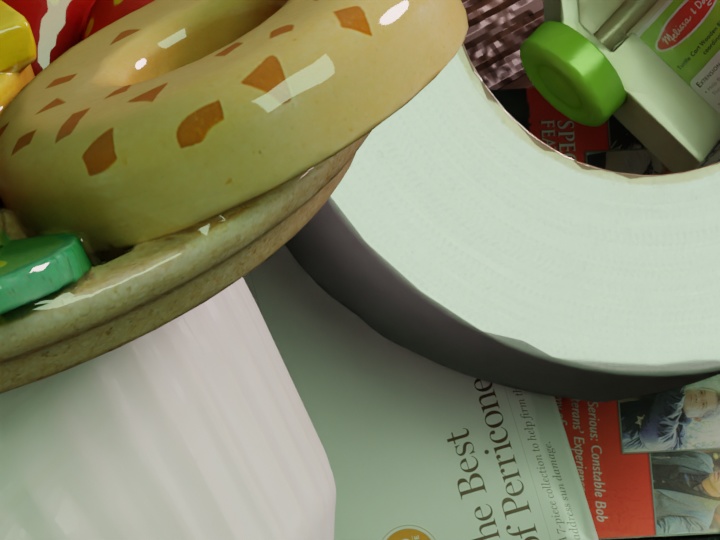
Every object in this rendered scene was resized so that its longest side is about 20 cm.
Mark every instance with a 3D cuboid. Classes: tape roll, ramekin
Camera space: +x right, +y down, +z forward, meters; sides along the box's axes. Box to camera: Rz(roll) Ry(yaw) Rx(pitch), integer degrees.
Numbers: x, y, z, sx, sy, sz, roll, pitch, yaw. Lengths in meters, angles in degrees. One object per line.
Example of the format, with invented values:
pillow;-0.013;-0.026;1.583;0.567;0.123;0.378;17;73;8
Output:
tape roll;0.063;-0.069;0.725;0.199;0.066;0.202;2;81;-11
ramekin;-0.095;0.068;0.642;0.202;0.202;0.094;-40;98;-32

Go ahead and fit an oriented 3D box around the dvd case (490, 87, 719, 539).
dvd case;0.113;0.012;0.813;0.198;0.022;0.147;-4;67;1

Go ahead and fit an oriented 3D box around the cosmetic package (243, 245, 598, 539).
cosmetic package;0.000;0.000;0.777;0.082;0.051;0.201;-17;73;0

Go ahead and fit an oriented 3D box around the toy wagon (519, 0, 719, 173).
toy wagon;0.114;-0.096;0.800;0.200;0.040;0.155;44;75;3

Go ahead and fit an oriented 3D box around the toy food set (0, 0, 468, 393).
toy food set;-0.087;-0.028;0.579;0.197;0.200;0.049;-25;117;-17
